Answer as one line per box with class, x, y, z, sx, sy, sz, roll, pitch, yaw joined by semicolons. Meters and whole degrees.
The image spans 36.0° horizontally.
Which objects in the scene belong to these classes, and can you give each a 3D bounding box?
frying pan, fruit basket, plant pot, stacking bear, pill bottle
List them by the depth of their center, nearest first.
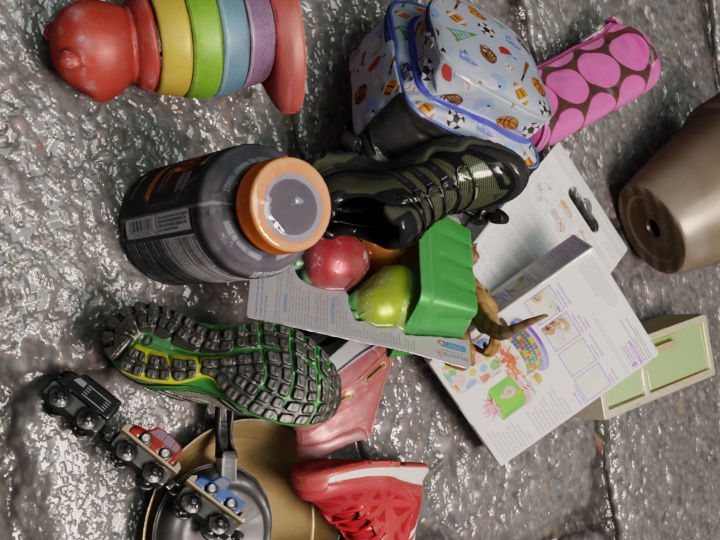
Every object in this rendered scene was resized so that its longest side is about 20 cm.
pill bottle;-0.106;-0.044;0.891;0.106;0.200;0.107;3;86;-36
stacking bear;-0.157;-0.190;0.921;0.199;0.122;0.114;-12;135;-24
frying pan;-0.107;0.189;0.952;0.115;0.031;0.191;34;72;-30
plant pot;-0.106;0.231;0.981;0.199;0.027;0.201;3;85;-37
fruit basket;0.000;0.000;0.989;0.199;0.094;0.186;9;45;-9
plant pot;0.402;-0.085;1.288;0.173;0.200;0.201;-28;104;-16

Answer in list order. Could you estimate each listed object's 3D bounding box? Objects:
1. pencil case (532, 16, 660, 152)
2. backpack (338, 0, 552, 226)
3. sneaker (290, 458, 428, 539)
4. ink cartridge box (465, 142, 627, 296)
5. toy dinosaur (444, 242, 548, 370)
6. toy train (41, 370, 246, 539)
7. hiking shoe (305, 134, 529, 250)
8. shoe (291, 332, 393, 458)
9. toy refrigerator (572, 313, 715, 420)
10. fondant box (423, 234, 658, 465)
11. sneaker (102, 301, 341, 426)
pencil case;0.234;-0.204;1.218;0.200;0.091;0.094;-31;105;-31
backpack;0.076;-0.168;1.042;0.200;0.154;0.191;25;32;-34
sneaker;0.006;0.228;0.997;0.200;0.078;0.116;15;73;-56
ink cartridge box;0.189;-0.013;1.199;0.163;0.057;0.200;53;56;-21
toy dinosaur;0.108;0.041;1.009;0.060;0.200;0.107;-6;118;-10
toy train;-0.170;0.150;0.900;0.200;0.034;0.046;39;55;-3
hiking shoe;0.048;-0.054;0.939;0.101;0.199;0.076;-96;179;-45
shoe;-0.004;0.094;1.031;0.200;0.071;0.091;-32;117;-48
toy refrigerator;0.319;0.107;1.270;0.199;0.070;0.076;-13;95;-35
fondant box;0.179;0.080;1.123;0.200;0.058;0.144;-35;110;-1
sneaker;-0.111;0.078;0.919;0.199;0.085;0.078;18;72;-3
